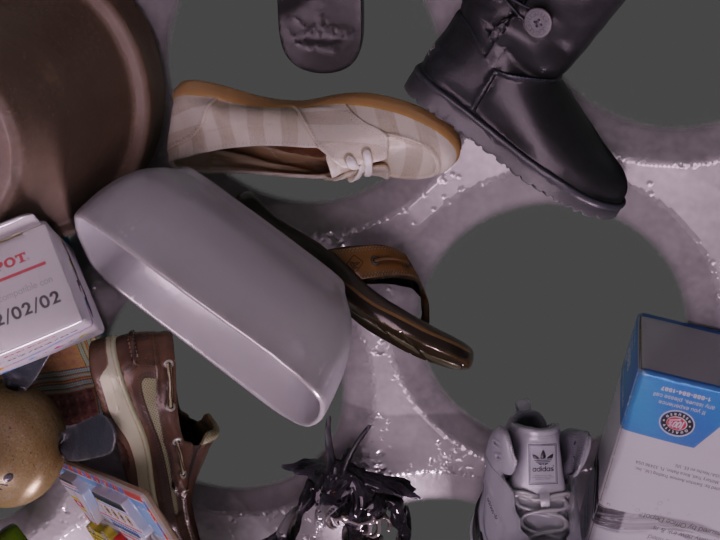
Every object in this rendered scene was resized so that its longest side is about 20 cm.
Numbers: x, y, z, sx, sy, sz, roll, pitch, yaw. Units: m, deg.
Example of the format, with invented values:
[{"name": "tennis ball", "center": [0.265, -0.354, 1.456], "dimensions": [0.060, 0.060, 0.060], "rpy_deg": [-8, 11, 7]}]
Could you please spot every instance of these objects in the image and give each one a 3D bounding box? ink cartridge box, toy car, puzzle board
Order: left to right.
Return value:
[{"name": "toy car", "center": [-0.272, 0.136, 0.981], "dimensions": [0.199, 0.158, 0.165], "rpy_deg": [-36, 93, 18]}, {"name": "ink cartridge box", "center": [-0.232, 0.026, 0.852], "dimensions": [0.114, 0.200, 0.069], "rpy_deg": [-23, 87, -7]}, {"name": "puzzle board", "center": [-0.163, 0.213, 1.015], "dimensions": [0.199, 0.017, 0.152], "rpy_deg": [2, 126, 58]}, {"name": "ink cartridge box", "center": [0.235, 0.149, 0.935], "dimensions": [0.143, 0.084, 0.203], "rpy_deg": [13, 117, 4]}]

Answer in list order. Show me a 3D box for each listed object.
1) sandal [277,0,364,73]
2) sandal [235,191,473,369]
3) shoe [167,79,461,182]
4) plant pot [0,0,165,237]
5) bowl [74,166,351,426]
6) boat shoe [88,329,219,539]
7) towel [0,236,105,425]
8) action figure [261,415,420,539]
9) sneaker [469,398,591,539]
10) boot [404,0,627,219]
[{"name": "sandal", "center": [-0.028, -0.215, 0.832], "dimensions": [0.074, 0.045, 0.203], "rpy_deg": [1, 116, 11]}, {"name": "sandal", "center": [0.000, 0.000, 0.928], "dimensions": [0.199, 0.082, 0.055], "rpy_deg": [36, 83, 4]}, {"name": "shoe", "center": [-0.033, -0.079, 0.882], "dimensions": [0.197, 0.054, 0.070], "rpy_deg": [9, 154, 13]}, {"name": "plant pot", "center": [-0.235, -0.099, 0.846], "dimensions": [0.197, 0.175, 0.204], "rpy_deg": [2, 109, 6]}, {"name": "bowl", "center": [-0.087, 0.011, 0.890], "dimensions": [0.199, 0.200, 0.075], "rpy_deg": [35, 76, 2]}, {"name": "boat shoe", "center": [-0.140, 0.135, 1.015], "dimensions": [0.074, 0.075, 0.205], "rpy_deg": [-16, 122, -5]}, {"name": "towel", "center": [-0.266, 0.033, 1.017], "dimensions": [0.144, 0.022, 0.203], "rpy_deg": [-10, 114, 17]}, {"name": "action figure", "center": [-0.011, 0.216, 1.011], "dimensions": [0.117, 0.102, 0.203], "rpy_deg": [4, 119, 22]}, {"name": "sneaker", "center": [0.119, 0.173, 0.912], "dimensions": [0.074, 0.200, 0.117], "rpy_deg": [3, 112, -7]}, {"name": "boot", "center": [0.143, -0.151, 0.824], "dimensions": [0.163, 0.066, 0.201], "rpy_deg": [31, 113, -7]}]
